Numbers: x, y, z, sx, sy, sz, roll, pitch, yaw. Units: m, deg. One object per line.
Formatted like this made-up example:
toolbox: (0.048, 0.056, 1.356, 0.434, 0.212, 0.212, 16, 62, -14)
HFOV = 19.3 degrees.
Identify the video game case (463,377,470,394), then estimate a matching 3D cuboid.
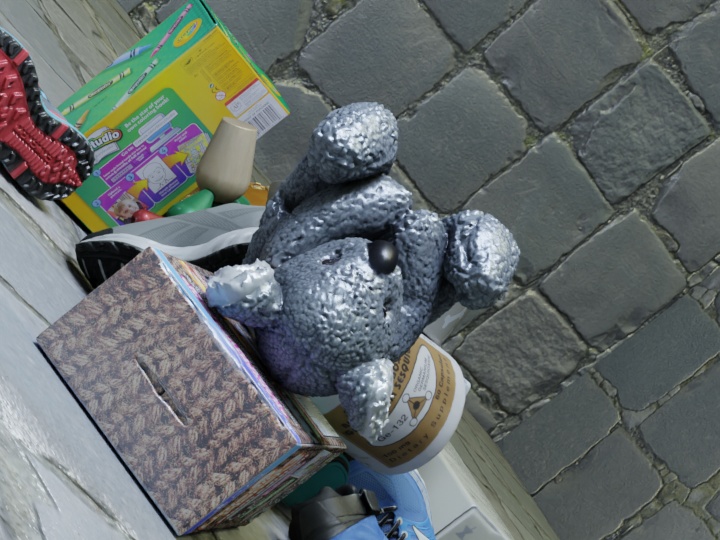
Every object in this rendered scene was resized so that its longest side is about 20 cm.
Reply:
video game case: (-0.016, 0.042, 1.912, 0.181, 0.023, 0.200, 24, 10, -34)

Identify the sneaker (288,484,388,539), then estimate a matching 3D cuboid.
sneaker: (0.007, 0.224, 1.657, 0.200, 0.077, 0.111, 32, 29, -61)

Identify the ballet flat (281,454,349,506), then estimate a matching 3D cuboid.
ballet flat: (-0.058, 0.143, 1.680, 0.071, 0.067, 0.200, 63, 8, 15)

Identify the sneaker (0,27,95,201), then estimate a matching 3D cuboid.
sneaker: (-0.287, -0.134, 1.637, 0.096, 0.079, 0.200, 42, -12, 39)

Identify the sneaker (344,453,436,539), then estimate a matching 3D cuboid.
sneaker: (0.036, 0.237, 1.795, 0.200, 0.078, 0.089, 62, 6, -21)

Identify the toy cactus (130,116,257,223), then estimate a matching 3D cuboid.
toy cactus: (-0.130, -0.048, 1.761, 0.102, 0.166, 0.200, 26, 14, 28)

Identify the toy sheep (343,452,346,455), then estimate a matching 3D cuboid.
toy sheep: (-0.016, 0.133, 1.889, 0.138, 0.138, 0.200, 51, 9, -12)

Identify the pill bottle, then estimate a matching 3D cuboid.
pill bottle: (-0.017, 0.072, 1.669, 0.200, 0.114, 0.114, 37, 12, -40)

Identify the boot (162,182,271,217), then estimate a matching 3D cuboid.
boot: (-0.155, -0.071, 1.953, 0.144, 0.071, 0.201, 9, 14, -34)

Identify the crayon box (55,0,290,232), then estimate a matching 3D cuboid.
crayon box: (-0.174, -0.121, 1.789, 0.119, 0.200, 0.058, 49, 4, -41)

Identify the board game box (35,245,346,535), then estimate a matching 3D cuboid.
board game box: (-0.108, 0.084, 1.422, 0.160, 0.097, 0.200, 52, 4, 10)

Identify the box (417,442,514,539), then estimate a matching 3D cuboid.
box: (0.055, 0.225, 2.020, 0.128, 0.109, 0.200, 49, 5, -41)

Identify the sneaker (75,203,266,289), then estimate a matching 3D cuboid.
sneaker: (-0.123, -0.012, 1.610, 0.079, 0.199, 0.074, -65, 145, -48)

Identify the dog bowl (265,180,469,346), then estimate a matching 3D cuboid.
dog bowl: (0.000, 0.000, 1.759, 0.200, 0.059, 0.200, 27, -11, 6)

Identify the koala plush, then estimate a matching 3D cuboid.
koala plush: (-0.016, 0.022, 1.431, 0.177, 0.184, 0.200, 42, 26, -9)
